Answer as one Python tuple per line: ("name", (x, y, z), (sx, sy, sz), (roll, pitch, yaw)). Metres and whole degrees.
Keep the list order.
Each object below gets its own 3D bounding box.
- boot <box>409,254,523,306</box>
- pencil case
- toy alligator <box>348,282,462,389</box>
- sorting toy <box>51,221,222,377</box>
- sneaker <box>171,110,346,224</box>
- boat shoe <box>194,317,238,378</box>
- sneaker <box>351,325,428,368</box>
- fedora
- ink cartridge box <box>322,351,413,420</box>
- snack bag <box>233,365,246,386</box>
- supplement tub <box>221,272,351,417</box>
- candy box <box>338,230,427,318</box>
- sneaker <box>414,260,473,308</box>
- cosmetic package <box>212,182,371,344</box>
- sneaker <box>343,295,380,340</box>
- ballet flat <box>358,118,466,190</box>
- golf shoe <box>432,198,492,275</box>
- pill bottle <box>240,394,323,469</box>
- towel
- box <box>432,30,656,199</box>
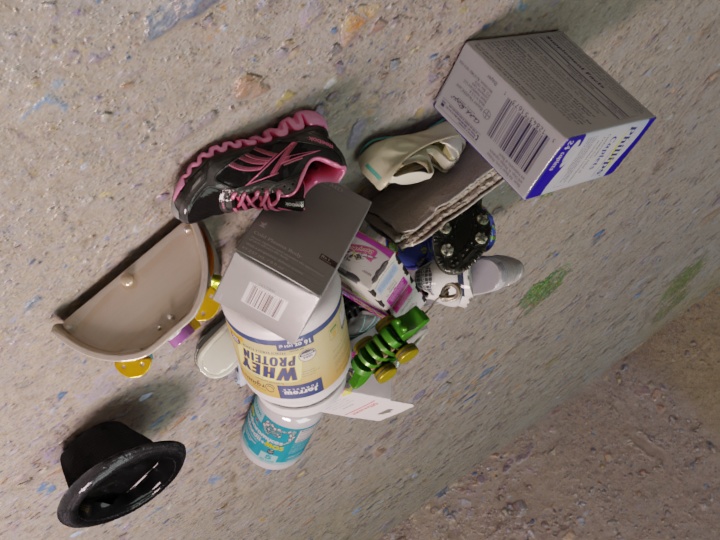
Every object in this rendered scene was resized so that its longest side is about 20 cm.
("boot", (0.158, 0.014, 1.599), (0.200, 0.074, 0.096), (-4, -179, 36))
("pencil case", (0.126, -0.052, 1.514), (0.087, 0.078, 0.200), (-26, 172, 41))
("toy alligator", (0.046, 0.082, 1.287), (0.200, 0.059, 0.054), (-45, 156, 18))
("sorting toy", (-0.223, 0.040, 1.171), (0.200, 0.107, 0.180), (-40, 177, 2))
("sneaker", (-0.102, -0.094, 1.072), (0.200, 0.095, 0.079), (-29, 157, -19))
("boat shoe", (-0.145, 0.063, 1.370), (0.200, 0.073, 0.062), (-42, -159, -10))
("sneaker", (0.009, 0.113, 1.552), (0.200, 0.116, 0.074), (-32, 159, -15))
("fedora", (-0.338, 0.264, 1.382), (0.201, 0.092, 0.201), (-32, 157, -16))
("ink cartridge box", (-0.031, 0.166, 1.498), (0.200, 0.068, 0.115), (14, 154, -25))
("snack bag", (-0.102, 0.085, 1.501), (0.200, 0.021, 0.189), (-30, 156, -20))
("supplement tub", (-0.087, 0.078, 1.257), (0.144, 0.144, 0.200), (-31, 142, -19))
("candy box", (0.000, 0.000, 1.330), (0.061, 0.136, 0.200), (-56, 157, -7))
("sneaker", (0.117, 0.015, 1.454), (0.080, 0.076, 0.200), (-7, 170, 3))
("cosmetic package", (-0.072, -0.024, 1.124), (0.090, 0.107, 0.200), (-60, -177, 40))
("sneaker", (-0.011, 0.061, 1.500), (0.200, 0.075, 0.079), (-18, 158, -29))
("ballet flat", (0.084, -0.147, 1.292), (0.200, 0.069, 0.069), (-22, 152, -35))
("golf shoe", (0.136, -0.065, 1.391), (0.088, 0.077, 0.200), (113, -8, -54))
("pill bottle", (-0.120, 0.226, 1.621), (0.111, 0.111, 0.200), (-22, 151, -36))
("towel", (0.100, -0.109, 1.325), (0.200, 0.133, 0.034), (-37, 121, -10))
("box", (0.228, -0.198, 1.261), (0.200, 0.184, 0.105), (-17, 148, -41))
